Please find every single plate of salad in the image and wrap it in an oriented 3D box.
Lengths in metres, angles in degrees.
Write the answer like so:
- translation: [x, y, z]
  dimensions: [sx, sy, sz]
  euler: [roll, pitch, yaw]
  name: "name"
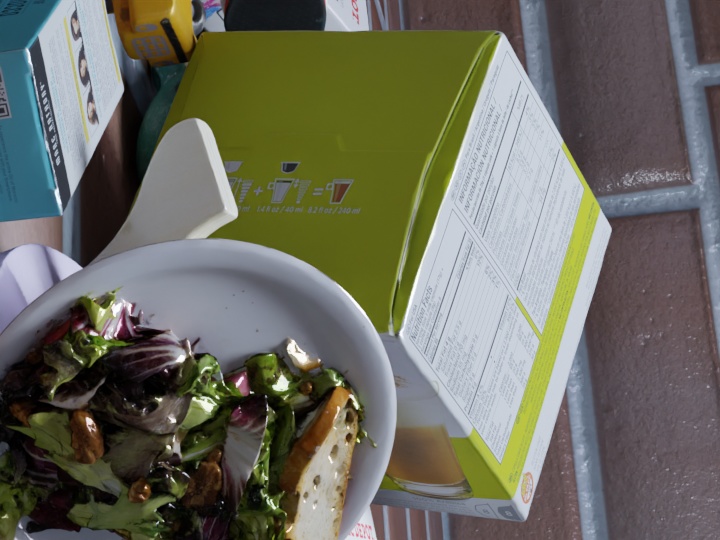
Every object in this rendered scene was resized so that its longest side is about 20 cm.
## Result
- translation: [-0.077, 0.080, 1.066]
  dimensions: [0.048, 0.199, 0.201]
  euler: [-119, -165, -58]
  name: "plate of salad"

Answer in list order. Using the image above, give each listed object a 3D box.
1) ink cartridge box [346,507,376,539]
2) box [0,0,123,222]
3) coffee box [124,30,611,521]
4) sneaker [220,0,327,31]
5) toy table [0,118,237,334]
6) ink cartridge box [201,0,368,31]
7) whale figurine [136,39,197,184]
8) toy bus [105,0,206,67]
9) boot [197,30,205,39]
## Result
- translation: [-0.027, 0.219, 1.273]
  dimensions: [0.146, 0.084, 0.201]
  euler: [39, 38, -76]
  name: "ink cartridge box"
- translation: [-0.160, -0.094, 1.194]
  dimensions: [0.200, 0.049, 0.083]
  euler: [-81, 162, -69]
  name: "box"
- translation: [0.000, 0.000, 1.373]
  dimensions: [0.198, 0.199, 0.201]
  euler: [54, 47, -48]
  name: "coffee box"
- translation: [-0.060, -0.220, 1.472]
  dimensions: [0.202, 0.067, 0.108]
  euler: [73, 13, -56]
  name: "sneaker"
- translation: [-0.098, 0.032, 1.162]
  dimensions: [0.200, 0.117, 0.185]
  euler: [-17, 86, -78]
  name: "toy table"
- translation: [-0.080, -0.230, 1.608]
  dimensions: [0.200, 0.084, 0.145]
  euler: [47, 27, -41]
  name: "ink cartridge box"
- translation: [-0.103, -0.084, 1.583]
  dimensions: [0.159, 0.104, 0.200]
  euler: [58, -5, -33]
  name: "whale figurine"
- translation: [-0.137, -0.218, 1.417]
  dimensions: [0.065, 0.078, 0.201]
  euler: [71, 13, -67]
  name: "toy bus"
- translation: [-0.111, -0.207, 1.743]
  dimensions: [0.200, 0.070, 0.132]
  euler: [-116, -168, -66]
  name: "boot"
